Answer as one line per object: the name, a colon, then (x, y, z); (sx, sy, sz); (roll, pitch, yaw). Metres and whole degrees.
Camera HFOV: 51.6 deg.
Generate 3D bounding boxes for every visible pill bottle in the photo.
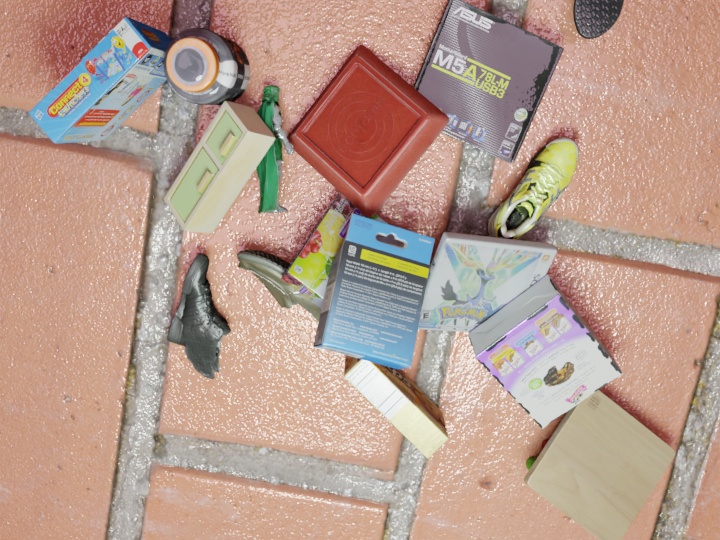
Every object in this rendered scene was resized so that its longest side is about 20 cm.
pill bottle: (-0.230, -0.301, 1.109); (0.104, 0.200, 0.108); (0, 103, 0)

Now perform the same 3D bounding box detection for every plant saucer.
plant saucer: (0.003, -0.223, 1.167); (0.200, 0.037, 0.200); (42, 97, 15)

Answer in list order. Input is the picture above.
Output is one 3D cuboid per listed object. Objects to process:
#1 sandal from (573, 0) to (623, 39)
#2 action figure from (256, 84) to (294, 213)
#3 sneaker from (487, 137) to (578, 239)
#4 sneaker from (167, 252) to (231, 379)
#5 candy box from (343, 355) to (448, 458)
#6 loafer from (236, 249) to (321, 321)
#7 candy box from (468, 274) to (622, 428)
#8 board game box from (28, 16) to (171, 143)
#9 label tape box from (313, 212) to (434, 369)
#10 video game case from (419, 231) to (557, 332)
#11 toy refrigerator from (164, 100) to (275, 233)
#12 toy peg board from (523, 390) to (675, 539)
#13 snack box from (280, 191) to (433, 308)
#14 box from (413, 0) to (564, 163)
sandal: (0.370, -0.456, 1.153); (0.074, 0.048, 0.205); (7, 89, 0)
action figure: (-0.142, -0.194, 1.192); (0.054, 0.118, 0.204); (-2, 93, -25)
sneaker: (0.285, -0.121, 1.196); (0.075, 0.076, 0.201); (34, 99, -5)
sneaker: (-0.260, 0.078, 1.263); (0.103, 0.060, 0.203); (22, 106, -2)
candy box: (0.059, 0.210, 1.255); (0.055, 0.116, 0.200); (-44, 98, 8)
loafer: (-0.123, 0.030, 1.241); (0.198, 0.075, 0.070); (28, 97, -5)
candy box: (0.304, 0.137, 1.228); (0.167, 0.072, 0.200); (-38, 113, 15)
board game box: (-0.370, -0.279, 1.116); (0.195, 0.200, 0.056); (-41, 98, 8)
label tape box: (0.022, 0.034, 1.136); (0.142, 0.063, 0.204); (16, 77, -13)
video game case: (0.196, 0.027, 1.200); (0.196, 0.022, 0.185); (5, 126, -18)
toy refrigerator: (-0.225, -0.159, 1.169); (0.201, 0.069, 0.076); (-50, 63, 24)
toy peg board: (0.401, 0.332, 1.301); (0.199, 0.098, 0.201); (37, 84, -7)
snack box: (0.000, 0.000, 1.204); (0.199, 0.068, 0.170); (36, 72, -8)
box: (0.192, -0.299, 1.183); (0.197, 0.048, 0.196); (23, 103, -5)
